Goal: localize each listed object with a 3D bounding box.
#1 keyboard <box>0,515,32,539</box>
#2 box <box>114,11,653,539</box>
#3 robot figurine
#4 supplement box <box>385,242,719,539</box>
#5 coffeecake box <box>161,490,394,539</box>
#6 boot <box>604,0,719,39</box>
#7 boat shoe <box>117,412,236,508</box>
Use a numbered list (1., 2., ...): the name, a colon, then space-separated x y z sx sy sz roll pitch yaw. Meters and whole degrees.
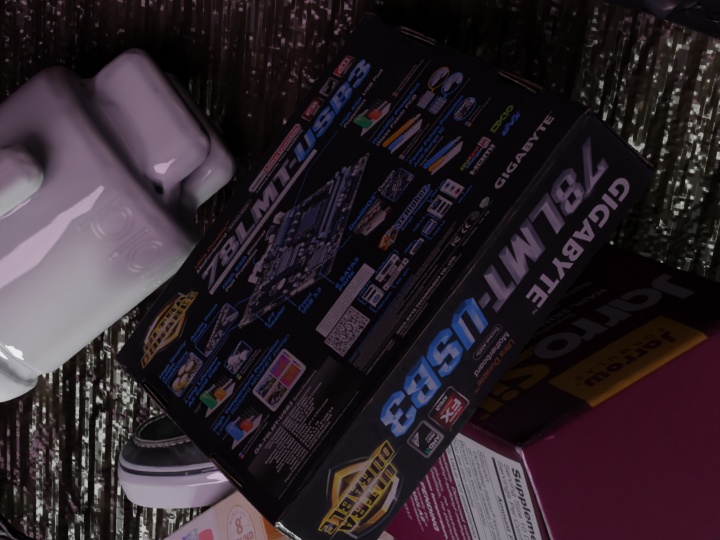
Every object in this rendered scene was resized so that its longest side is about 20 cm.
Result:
1. keyboard: -0.190 0.193 1.172 0.199 0.021 0.127 28 129 -2
2. box: 0.000 0.000 0.845 0.050 0.198 0.201 38 87 -29
3. robot figurine: -0.156 -0.016 0.956 0.200 0.170 0.113 -38 70 5
4. supplement box: 0.077 0.062 0.866 0.200 0.130 0.104 23 136 59
5. coffeecake box: -0.031 0.213 0.996 0.153 0.073 0.202 -38 62 55
6. boot: 0.182 -0.113 0.821 0.162 0.198 0.074 20 98 37
7. boat shoe: -0.036 0.058 1.005 0.199 0.072 0.071 -19 113 13
